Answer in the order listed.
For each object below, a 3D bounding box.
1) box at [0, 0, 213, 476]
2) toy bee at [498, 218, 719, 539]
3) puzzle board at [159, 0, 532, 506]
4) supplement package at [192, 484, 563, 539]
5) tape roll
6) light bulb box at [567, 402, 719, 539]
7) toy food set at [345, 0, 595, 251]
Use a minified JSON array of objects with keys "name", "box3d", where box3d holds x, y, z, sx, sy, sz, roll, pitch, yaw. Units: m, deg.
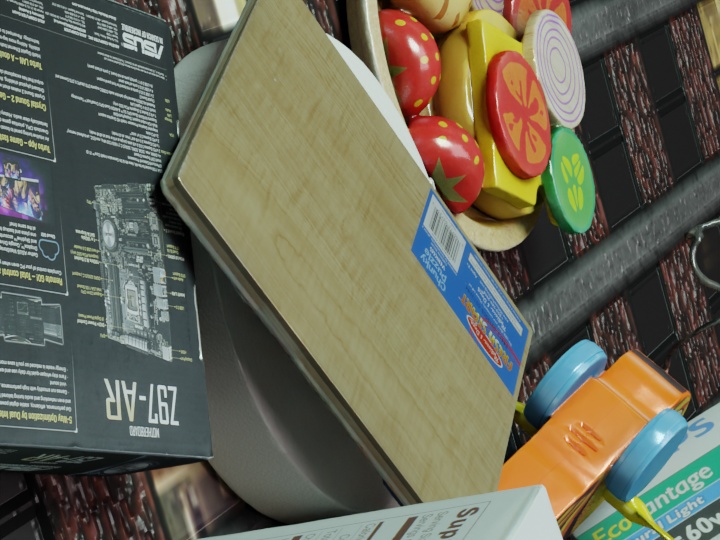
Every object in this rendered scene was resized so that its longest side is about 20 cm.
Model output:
[{"name":"box","box3d":[-0.124,-0.019,0.710,0.200,0.043,0.162,11,70,-60]},{"name":"toy bee","box3d":[0.121,0.082,1.038,0.132,0.199,0.109,61,-12,23]},{"name":"puzzle board","box3d":[0.000,0.000,0.858,0.201,0.017,0.151,54,30,-25]},{"name":"supplement package","box3d":[-0.033,0.151,0.645,0.117,0.199,0.118,-46,119,-57]},{"name":"tape roll","box3d":[-0.021,0.001,0.903,0.203,0.037,0.205,35,49,-53]},{"name":"light bulb box","box3d":[0.231,0.168,1.106,0.201,0.197,0.125,62,-6,-27]},{"name":"toy food set","box3d":[0.055,-0.109,1.074,0.198,0.048,0.202,19,63,-58]}]
